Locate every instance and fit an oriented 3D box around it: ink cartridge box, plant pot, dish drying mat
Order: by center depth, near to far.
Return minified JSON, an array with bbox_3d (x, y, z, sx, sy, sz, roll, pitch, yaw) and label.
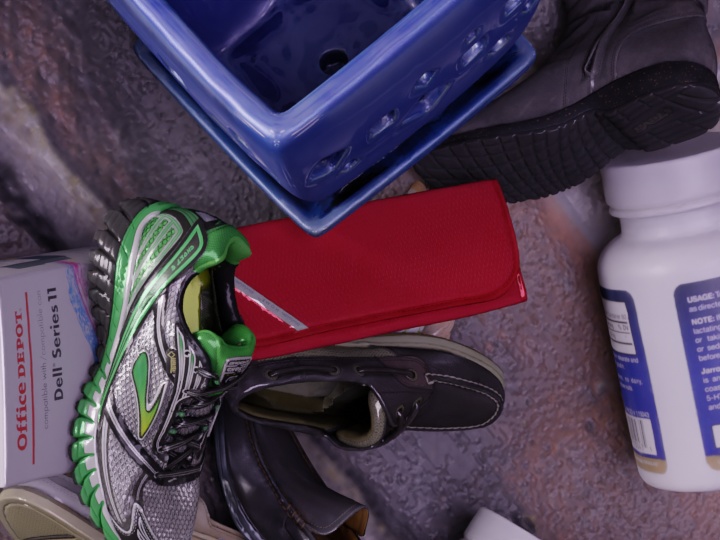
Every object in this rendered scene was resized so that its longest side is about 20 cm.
[{"bbox_3d":[-0.182,0.053,1.452,0.200,0.067,0.117,-11,101,-55],"label":"ink cartridge box"},{"bbox_3d":[-0.022,-0.149,1.456,0.200,0.180,0.200,-39,67,-12],"label":"plant pot"},{"bbox_3d":[0.000,0.000,1.507,0.200,0.018,0.077,-11,82,-23],"label":"dish drying mat"}]

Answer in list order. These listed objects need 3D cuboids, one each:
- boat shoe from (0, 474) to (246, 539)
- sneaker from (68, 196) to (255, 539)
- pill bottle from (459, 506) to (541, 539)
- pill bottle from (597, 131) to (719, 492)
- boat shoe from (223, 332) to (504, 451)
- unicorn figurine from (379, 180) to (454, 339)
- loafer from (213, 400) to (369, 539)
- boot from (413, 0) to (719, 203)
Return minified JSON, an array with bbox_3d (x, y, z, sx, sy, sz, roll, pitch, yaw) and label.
[{"bbox_3d":[-0.124,0.158,1.538,0.200,0.075,0.069,36,60,-30],"label":"boat shoe"},{"bbox_3d":[-0.104,0.064,1.431,0.078,0.085,0.201,-9,105,-55],"label":"sneaker"},{"bbox_3d":[0.055,0.248,1.581,0.112,0.112,0.200,35,85,-18],"label":"pill bottle"},{"bbox_3d":[0.209,0.023,1.604,0.119,0.120,0.201,-15,100,-16],"label":"pill bottle"},{"bbox_3d":[-0.001,0.075,1.541,0.200,0.066,0.072,13,135,-30],"label":"boat shoe"},{"bbox_3d":[-0.015,-0.011,1.552,0.200,0.074,0.138,31,81,-16],"label":"unicorn figurine"},{"bbox_3d":[-0.024,0.150,1.541,0.072,0.073,0.200,-28,81,27],"label":"loafer"},{"bbox_3d":[0.126,-0.123,1.584,0.200,0.132,0.070,-15,144,21],"label":"boot"}]
